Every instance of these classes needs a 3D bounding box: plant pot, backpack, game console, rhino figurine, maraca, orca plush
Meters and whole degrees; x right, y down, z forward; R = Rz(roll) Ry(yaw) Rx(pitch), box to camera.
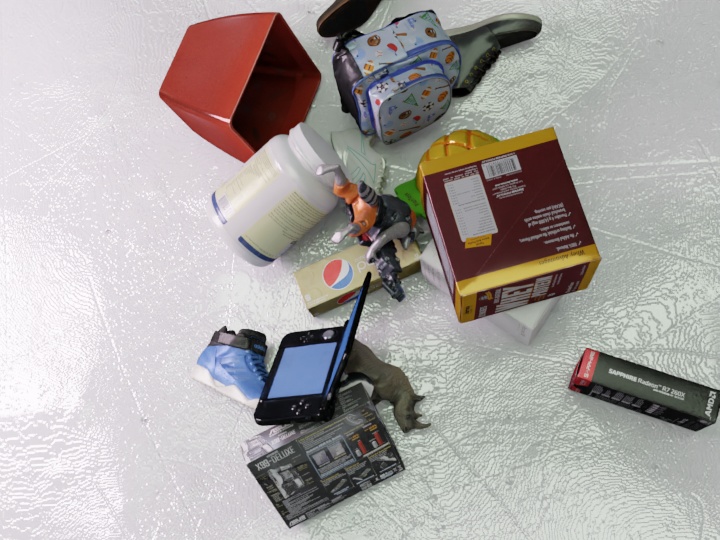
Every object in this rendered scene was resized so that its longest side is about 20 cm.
[{"bbox_3d":[-0.205,-0.295,1.553,0.175,0.200,0.201,16,77,24],"label":"plant pot"},{"bbox_3d":[0.065,-0.306,1.487,0.190,0.200,0.154,-34,74,-7],"label":"backpack"},{"bbox_3d":[-0.066,0.109,1.363,0.174,0.117,0.201,-7,32,17],"label":"game console"},{"bbox_3d":[0.025,0.178,1.454,0.199,0.060,0.088,34,85,13],"label":"rhino figurine"},{"bbox_3d":[0.137,-0.148,1.499,0.199,0.107,0.137,-36,34,-5],"label":"maraca"},{"bbox_3d":[-0.057,0.218,1.429,0.105,0.071,0.201,16,115,-26],"label":"orca plush"}]

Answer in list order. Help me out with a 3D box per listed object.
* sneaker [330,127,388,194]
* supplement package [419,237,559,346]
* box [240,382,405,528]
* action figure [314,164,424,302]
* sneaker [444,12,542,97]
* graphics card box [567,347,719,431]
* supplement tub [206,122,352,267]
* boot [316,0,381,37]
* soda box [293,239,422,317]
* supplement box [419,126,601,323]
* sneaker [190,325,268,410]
[{"bbox_3d":[0.011,-0.145,1.539,0.080,0.070,0.202,-15,73,0],"label":"sneaker"},{"bbox_3d":[0.205,0.003,1.446,0.199,0.121,0.120,33,80,15],"label":"supplement package"},{"bbox_3d":[-0.053,0.271,1.389,0.199,0.158,0.050,-27,35,-1],"label":"box"},{"bbox_3d":[0.030,-0.063,1.385,0.104,0.193,0.201,-40,61,25],"label":"action figure"},{"bbox_3d":[0.208,-0.351,1.575,0.198,0.075,0.107,-12,78,13],"label":"sneaker"},{"bbox_3d":[0.406,0.173,1.373,0.199,0.126,0.051,19,77,12],"label":"graphics card box"},{"bbox_3d":[-0.125,-0.118,1.484,0.200,0.145,0.145,-40,73,14],"label":"supplement tub"},{"bbox_3d":[-0.016,-0.482,1.641,0.200,0.075,0.097,-38,62,-12],"label":"boot"},{"bbox_3d":[0.000,0.000,1.503,0.199,0.064,0.068,-24,73,1],"label":"soda box"},{"bbox_3d":[0.203,-0.060,1.332,0.196,0.133,0.202,-15,71,0],"label":"supplement box"},{"bbox_3d":[-0.163,0.149,1.460,0.199,0.077,0.112,20,80,35],"label":"sneaker"}]
